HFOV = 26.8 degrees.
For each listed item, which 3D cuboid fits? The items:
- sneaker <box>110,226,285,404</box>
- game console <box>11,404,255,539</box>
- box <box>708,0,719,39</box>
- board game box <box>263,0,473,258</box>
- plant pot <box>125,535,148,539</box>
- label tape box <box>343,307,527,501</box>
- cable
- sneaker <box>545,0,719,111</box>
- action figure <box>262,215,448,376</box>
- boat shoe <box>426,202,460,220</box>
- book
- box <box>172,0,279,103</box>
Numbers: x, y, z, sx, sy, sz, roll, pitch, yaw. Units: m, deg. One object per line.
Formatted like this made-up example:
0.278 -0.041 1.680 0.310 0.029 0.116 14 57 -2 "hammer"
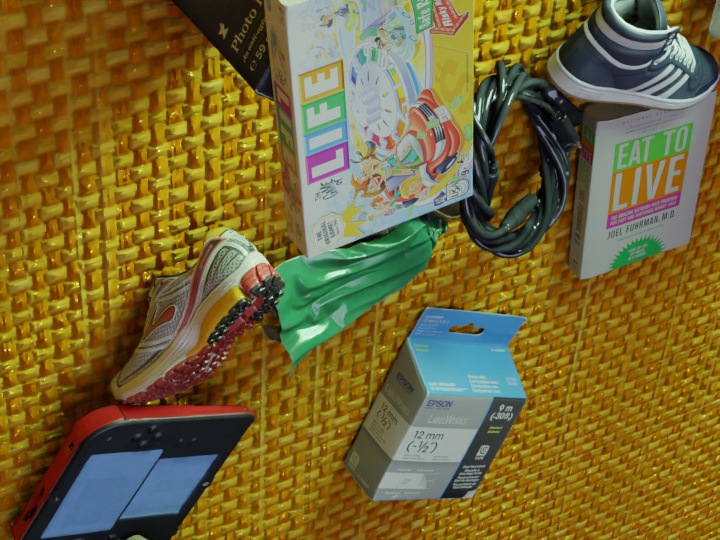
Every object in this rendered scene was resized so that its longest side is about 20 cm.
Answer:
-0.147 0.042 1.286 0.200 0.082 0.078 -45 160 25 "sneaker"
-0.206 0.192 1.360 0.177 0.031 0.200 6 133 -39 "game console"
0.458 -0.284 1.365 0.199 0.171 0.200 -21 136 -38 "box"
0.010 -0.114 1.000 0.134 0.034 0.200 -21 134 -19 "board game box"
-0.193 0.369 1.418 0.200 0.177 0.200 -40 150 -2 "plant pot"
0.090 0.139 1.541 0.143 0.066 0.200 6 121 -40 "label tape box"
0.133 -0.099 1.356 0.200 0.051 0.163 27 87 -58 "cable"
0.273 -0.204 1.366 0.200 0.070 0.109 -4 148 -34 "sneaker"
0.000 0.000 1.367 0.200 0.055 0.118 -29 135 -25 "action figure"
0.052 -0.093 1.313 0.075 0.075 0.202 -45 138 4 "boat shoe"
0.275 -0.093 1.508 0.133 0.048 0.200 -19 135 -18 "book"
-0.028 -0.235 1.045 0.123 0.198 0.200 16 114 -42 "box"
